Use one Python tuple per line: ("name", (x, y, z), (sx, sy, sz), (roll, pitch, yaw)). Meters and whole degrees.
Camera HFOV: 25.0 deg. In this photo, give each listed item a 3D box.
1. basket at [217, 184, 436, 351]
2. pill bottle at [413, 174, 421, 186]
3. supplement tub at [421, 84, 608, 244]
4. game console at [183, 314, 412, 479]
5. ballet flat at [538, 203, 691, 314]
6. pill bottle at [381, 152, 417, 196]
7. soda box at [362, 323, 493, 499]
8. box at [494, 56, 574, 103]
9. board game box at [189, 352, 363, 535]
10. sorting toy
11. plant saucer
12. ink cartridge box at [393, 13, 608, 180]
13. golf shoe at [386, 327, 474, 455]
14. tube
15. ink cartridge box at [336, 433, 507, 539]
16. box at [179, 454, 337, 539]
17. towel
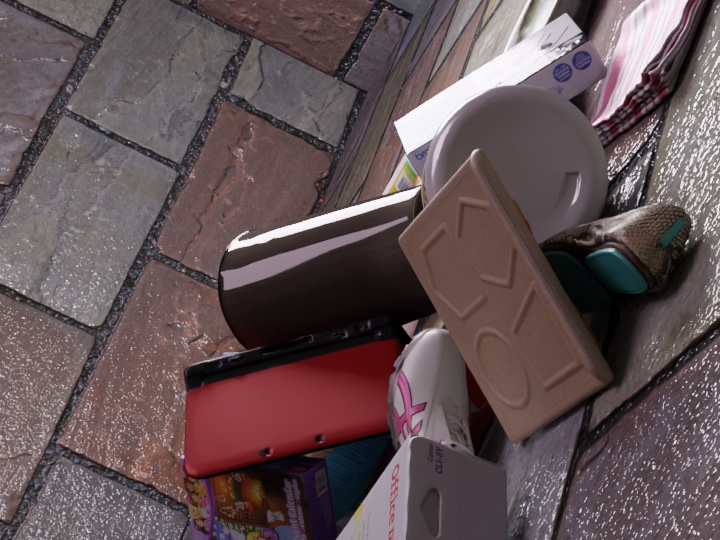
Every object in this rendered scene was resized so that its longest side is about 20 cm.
("basket", (0.000, 0.000, 1.503), (0.200, 0.136, 0.180), (-18, -7, 32))
("pill bottle", (0.110, -0.080, 1.657), (0.112, 0.112, 0.200), (-59, 9, 40))
("supplement tub", (0.122, -0.070, 1.341), (0.200, 0.144, 0.145), (64, -128, -88))
("game console", (-0.047, 0.123, 1.447), (0.172, 0.199, 0.119), (54, -156, -70))
("ballet flat", (0.179, -0.012, 1.153), (0.075, 0.068, 0.200), (-44, 6, -17))
("pill bottle", (0.067, -0.049, 1.878), (0.200, 0.111, 0.111), (-60, 8, 34))
("soda box", (0.074, 0.125, 1.399), (0.070, 0.063, 0.200), (-161, 95, -84))
("box", (0.164, -0.149, 1.606), (0.070, 0.064, 0.200), (-22, 30, 26))
("board game box", (-0.048, 0.163, 1.545), (0.041, 0.199, 0.200), (74, -163, -47))
("sorting toy", (0.106, 0.022, 1.189), (0.036, 0.185, 0.200), (-25, -10, -21))
("plant saucer", (0.214, -0.275, 1.832), (0.200, 0.050, 0.201), (-155, 90, -83))
("ink cartridge box", (0.131, -0.162, 1.542), (0.200, 0.044, 0.094), (-32, 24, 7))
("golf shoe", (0.067, 0.144, 1.303), (0.092, 0.072, 0.201), (-9, 71, 52))
("tube", (0.020, 0.152, 1.474), (0.200, 0.050, 0.077), (-44, 23, -18))
("ink cartridge box", (0.028, 0.241, 1.176), (0.145, 0.083, 0.200), (-86, 21, -49))
("box", (-0.081, 0.257, 1.436), (0.039, 0.136, 0.201), (-29, -64, -51))
("towel", (0.243, -0.190, 1.397), (0.147, 0.030, 0.200), (-66, 7, -17))
